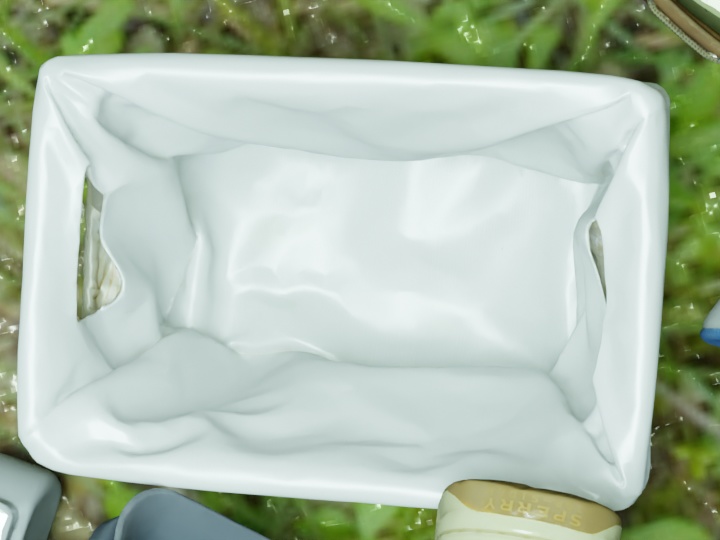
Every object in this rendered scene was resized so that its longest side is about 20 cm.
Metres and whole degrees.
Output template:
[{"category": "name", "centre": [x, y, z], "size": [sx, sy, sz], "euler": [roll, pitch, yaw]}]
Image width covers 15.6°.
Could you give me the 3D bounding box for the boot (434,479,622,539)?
[{"category": "boot", "centre": [0.040, 0.162, 0.812], "size": [0.072, 0.200, 0.156], "euler": [10, 71, 5]}]

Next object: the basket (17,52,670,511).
[{"category": "basket", "centre": [0.000, 0.000, 0.863], "size": [0.199, 0.123, 0.136], "euler": [4, 94, 7]}]

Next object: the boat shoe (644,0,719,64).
[{"category": "boat shoe", "centre": [0.168, -0.070, 0.853], "size": [0.199, 0.074, 0.076], "euler": [25, 112, 8]}]

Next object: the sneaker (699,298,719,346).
[{"category": "sneaker", "centre": [0.183, 0.071, 0.857], "size": [0.082, 0.074, 0.201], "euler": [-31, 68, 12]}]

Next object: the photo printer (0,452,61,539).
[{"category": "photo printer", "centre": [-0.222, 0.117, 0.929], "size": [0.199, 0.069, 0.167], "euler": [18, 97, 7]}]

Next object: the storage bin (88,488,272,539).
[{"category": "storage bin", "centre": [-0.072, 0.194, 0.824], "size": [0.134, 0.145, 0.201], "euler": [-27, 51, 29]}]
